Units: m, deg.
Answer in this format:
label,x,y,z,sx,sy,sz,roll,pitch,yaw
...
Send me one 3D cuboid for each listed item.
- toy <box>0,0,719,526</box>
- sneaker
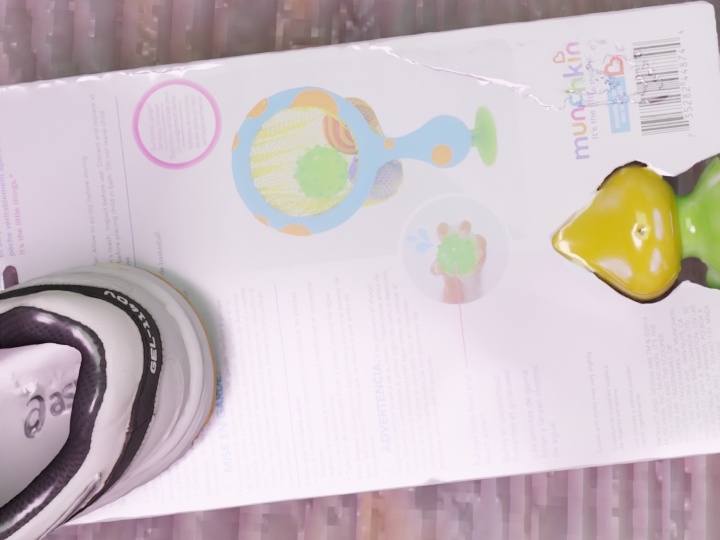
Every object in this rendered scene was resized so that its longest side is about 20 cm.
label,x,y,z,sx,sy,sz,roll,pitch,yaw
toy,0.000,0.000,0.739,0.199,0.047,0.116,-7,87,8
sneaker,-0.132,0.059,0.689,0.200,0.088,0.076,-36,84,7
